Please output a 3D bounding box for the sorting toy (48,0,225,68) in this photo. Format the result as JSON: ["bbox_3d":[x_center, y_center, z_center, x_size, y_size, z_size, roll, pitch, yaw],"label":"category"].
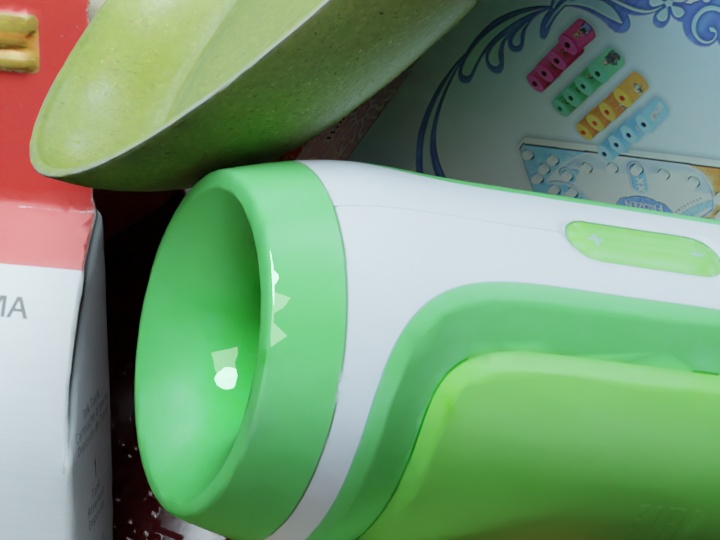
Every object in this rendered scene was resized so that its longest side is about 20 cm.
[{"bbox_3d":[-0.051,-0.163,0.764,0.200,0.036,0.185,-39,68,-12],"label":"sorting toy"}]

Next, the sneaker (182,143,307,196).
[{"bbox_3d":[0.000,0.000,0.744,0.077,0.073,0.200,-22,83,32],"label":"sneaker"}]

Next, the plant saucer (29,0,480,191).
[{"bbox_3d":[0.004,-0.086,0.623,0.031,0.200,0.200,43,72,-18],"label":"plant saucer"}]

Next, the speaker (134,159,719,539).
[{"bbox_3d":[0.056,0.027,0.600,0.200,0.088,0.088,8,61,-25],"label":"speaker"}]

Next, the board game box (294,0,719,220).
[{"bbox_3d":[0.094,-0.010,0.678,0.200,0.043,0.199,33,101,-17],"label":"board game box"}]

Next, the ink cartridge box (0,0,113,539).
[{"bbox_3d":[-0.149,0.014,0.722,0.161,0.200,0.050,5,26,9],"label":"ink cartridge box"}]

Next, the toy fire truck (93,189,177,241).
[{"bbox_3d":[-0.118,-0.094,0.815,0.200,0.112,0.168,42,57,20],"label":"toy fire truck"}]
